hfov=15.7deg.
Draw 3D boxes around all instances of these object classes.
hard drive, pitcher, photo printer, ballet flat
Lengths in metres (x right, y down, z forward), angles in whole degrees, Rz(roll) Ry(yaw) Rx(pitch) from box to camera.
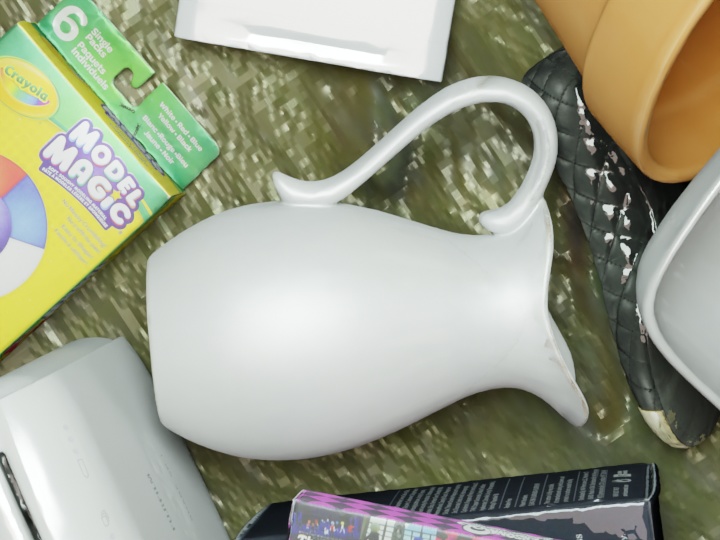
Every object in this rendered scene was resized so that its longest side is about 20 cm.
[{"bbox_3d":[-0.009,-0.200,1.245,0.131,0.025,0.201,10,102,3],"label":"hard drive"},{"bbox_3d":[0.000,0.000,1.226,0.199,0.121,0.172,-5,101,0],"label":"pitcher"},{"bbox_3d":[-0.121,0.118,1.211,0.069,0.200,0.167,-25,91,8],"label":"photo printer"},{"bbox_3d":[0.130,-0.012,1.251,0.057,0.066,0.201,-13,93,48],"label":"ballet flat"}]

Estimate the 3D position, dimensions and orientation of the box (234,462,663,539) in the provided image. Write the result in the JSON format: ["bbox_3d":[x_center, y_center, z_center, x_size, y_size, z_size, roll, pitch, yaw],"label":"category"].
[{"bbox_3d":[0.050,0.179,1.243,0.199,0.104,0.149,-5,95,8],"label":"box"}]

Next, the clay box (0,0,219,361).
[{"bbox_3d":[-0.178,-0.032,1.281,0.200,0.048,0.115,-42,90,9],"label":"clay box"}]

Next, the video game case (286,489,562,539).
[{"bbox_3d":[0.052,0.206,1.174,0.199,0.036,0.182,10,96,6],"label":"video game case"}]

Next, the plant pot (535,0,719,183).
[{"bbox_3d":[0.151,-0.160,1.165,0.200,0.200,0.140,-47,68,8],"label":"plant pot"}]

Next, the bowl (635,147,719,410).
[{"bbox_3d":[0.235,-0.010,1.197,0.200,0.075,0.200,37,99,-22],"label":"bowl"}]
